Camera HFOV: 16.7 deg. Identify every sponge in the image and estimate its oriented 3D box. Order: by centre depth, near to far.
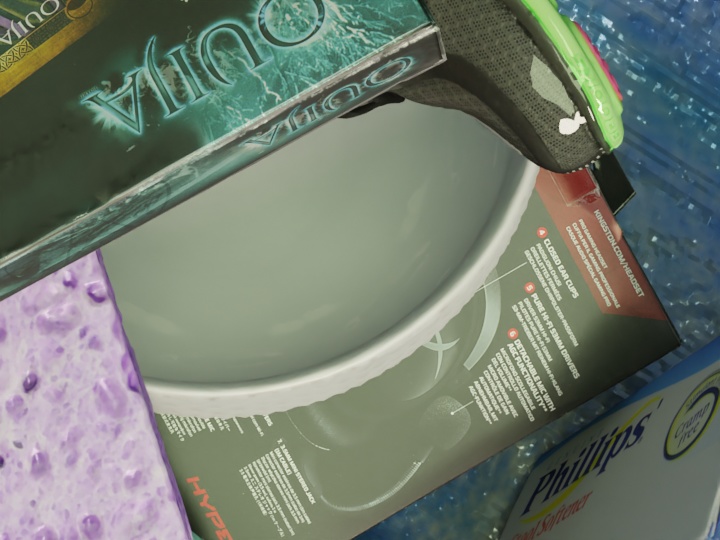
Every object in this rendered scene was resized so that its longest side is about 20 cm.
[{"bbox_3d":[-0.154,0.052,0.651,0.199,0.030,0.112,-16,92,-6],"label":"sponge"}]

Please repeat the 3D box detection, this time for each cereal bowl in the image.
[{"bbox_3d":[-0.042,-0.049,0.745,0.199,0.083,0.201,0,73,0],"label":"cereal bowl"}]

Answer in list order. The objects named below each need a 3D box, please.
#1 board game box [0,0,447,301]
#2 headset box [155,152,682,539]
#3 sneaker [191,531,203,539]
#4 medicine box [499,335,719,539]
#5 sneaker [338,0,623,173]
[{"bbox_3d":[-0.096,-0.065,0.629,0.200,0.028,0.135,-28,75,-2],"label":"board game box"},{"bbox_3d":[0.000,0.000,0.833,0.200,0.077,0.149,-30,94,-10],"label":"headset box"},{"bbox_3d":[-0.101,0.118,0.703,0.200,0.078,0.140,46,75,-8],"label":"sneaker"},{"bbox_3d":[0.163,0.119,0.802,0.200,0.182,0.103,30,59,-10],"label":"medicine box"},{"bbox_3d":[-0.020,-0.067,0.676,0.200,0.077,0.084,24,79,17],"label":"sneaker"}]
